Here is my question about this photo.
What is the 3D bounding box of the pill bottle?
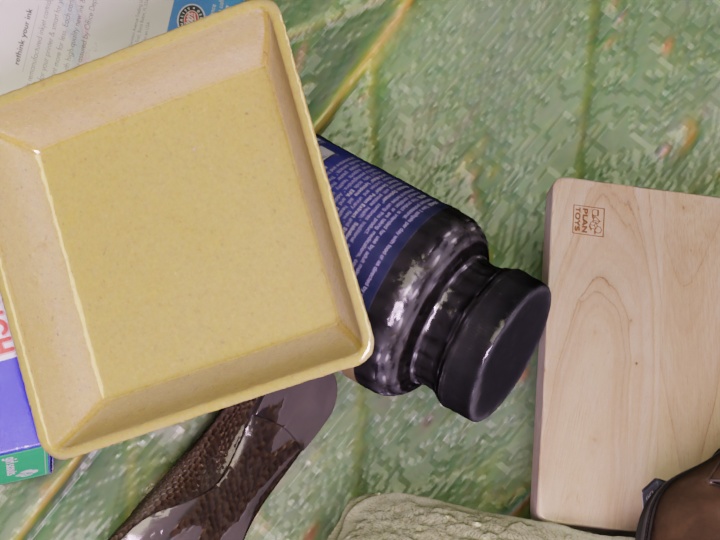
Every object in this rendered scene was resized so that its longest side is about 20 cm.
[{"bbox_3d":[0.000,0.000,1.391,0.200,0.112,0.112,29,71,19],"label":"pill bottle"}]

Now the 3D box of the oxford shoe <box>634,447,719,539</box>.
[{"bbox_3d":[0.204,0.115,1.296,0.073,0.084,0.200,45,43,1],"label":"oxford shoe"}]

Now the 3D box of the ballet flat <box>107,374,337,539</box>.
[{"bbox_3d":[-0.087,0.125,1.405,0.067,0.046,0.200,43,76,-25],"label":"ballet flat"}]

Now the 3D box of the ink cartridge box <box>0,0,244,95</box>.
[{"bbox_3d":[-0.177,-0.119,1.454,0.199,0.067,0.117,12,71,-3],"label":"ink cartridge box"}]

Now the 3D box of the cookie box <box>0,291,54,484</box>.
[{"bbox_3d":[-0.283,0.046,1.387,0.199,0.075,0.172,-11,75,-9],"label":"cookie box"}]

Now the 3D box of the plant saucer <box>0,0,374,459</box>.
[{"bbox_3d":[-0.099,-0.020,1.344,0.199,0.048,0.201,-18,82,20],"label":"plant saucer"}]

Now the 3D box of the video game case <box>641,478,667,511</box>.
[{"bbox_3d":[0.212,0.212,1.295,0.143,0.019,0.200,22,45,-22],"label":"video game case"}]

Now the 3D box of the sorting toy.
[{"bbox_3d":[0.194,0.063,1.436,0.198,0.070,0.201,7,71,-8],"label":"sorting toy"}]

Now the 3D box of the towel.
[{"bbox_3d":[0.067,0.179,1.312,0.199,0.037,0.149,11,38,12],"label":"towel"}]
